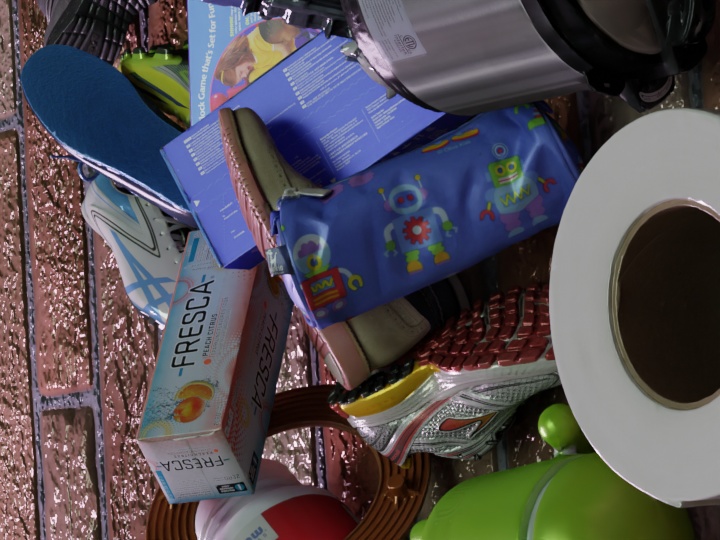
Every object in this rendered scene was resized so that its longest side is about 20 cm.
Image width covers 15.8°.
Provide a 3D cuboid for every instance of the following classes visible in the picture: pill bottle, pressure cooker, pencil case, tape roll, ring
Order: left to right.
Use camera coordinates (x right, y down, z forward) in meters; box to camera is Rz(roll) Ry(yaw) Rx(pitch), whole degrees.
[{"bbox_3d":[-0.050,0.145,1.702,0.200,0.200,0.019,35,156,48],"label":"ring"},{"bbox_3d":[-0.032,0.215,1.723,0.200,0.112,0.113,45,125,43],"label":"pill bottle"},{"bbox_3d":[0.038,-0.038,1.559,0.078,0.199,0.087,-116,2,-74],"label":"pencil case"},{"bbox_3d":[0.107,-0.182,1.469,0.199,0.175,0.180,-11,61,43],"label":"pressure cooker"},{"bbox_3d":[0.214,0.017,1.365,0.202,0.138,0.205,3,93,53],"label":"tape roll"}]

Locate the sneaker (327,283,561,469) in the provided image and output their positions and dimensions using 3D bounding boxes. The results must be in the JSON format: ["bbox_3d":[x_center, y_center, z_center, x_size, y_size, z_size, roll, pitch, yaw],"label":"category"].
[{"bbox_3d":[0.077,0.069,1.619,0.199,0.078,0.082,-19,118,41],"label":"sneaker"}]

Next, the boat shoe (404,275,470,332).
[{"bbox_3d":[0.000,0.000,1.720,0.200,0.061,0.075,44,123,43],"label":"boat shoe"}]

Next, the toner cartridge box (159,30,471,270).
[{"bbox_3d":[-0.027,-0.092,1.691,0.199,0.043,0.095,-33,75,21],"label":"toner cartridge box"}]

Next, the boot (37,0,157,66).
[{"bbox_3d":[-0.182,-0.243,1.959,0.200,0.070,0.132,-44,33,21],"label":"boot"}]

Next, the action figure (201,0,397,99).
[{"bbox_3d":[0.006,-0.201,1.594,0.105,0.198,0.195,121,149,-64],"label":"action figure"}]

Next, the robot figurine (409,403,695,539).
[{"bbox_3d":[0.113,0.170,1.522,0.199,0.115,0.177,-19,67,52],"label":"robot figurine"}]

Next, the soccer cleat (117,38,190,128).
[{"bbox_3d":[-0.117,-0.124,1.880,0.200,0.064,0.084,9,110,55],"label":"soccer cleat"}]

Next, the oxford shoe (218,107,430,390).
[{"bbox_3d":[-0.026,-0.024,1.644,0.201,0.073,0.071,61,172,13],"label":"oxford shoe"}]

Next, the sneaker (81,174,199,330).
[{"bbox_3d":[-0.142,-0.015,1.909,0.200,0.072,0.073,51,122,36],"label":"sneaker"}]

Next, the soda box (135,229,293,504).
[{"bbox_3d":[-0.094,0.059,1.752,0.063,0.069,0.201,-8,42,18],"label":"soda box"}]

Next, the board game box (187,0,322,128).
[{"bbox_3d":[-0.049,-0.156,1.752,0.133,0.045,0.202,-2,88,26],"label":"board game box"}]

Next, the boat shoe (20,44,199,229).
[{"bbox_3d":[-0.168,-0.083,1.885,0.200,0.084,0.069,42,168,17],"label":"boat shoe"}]
